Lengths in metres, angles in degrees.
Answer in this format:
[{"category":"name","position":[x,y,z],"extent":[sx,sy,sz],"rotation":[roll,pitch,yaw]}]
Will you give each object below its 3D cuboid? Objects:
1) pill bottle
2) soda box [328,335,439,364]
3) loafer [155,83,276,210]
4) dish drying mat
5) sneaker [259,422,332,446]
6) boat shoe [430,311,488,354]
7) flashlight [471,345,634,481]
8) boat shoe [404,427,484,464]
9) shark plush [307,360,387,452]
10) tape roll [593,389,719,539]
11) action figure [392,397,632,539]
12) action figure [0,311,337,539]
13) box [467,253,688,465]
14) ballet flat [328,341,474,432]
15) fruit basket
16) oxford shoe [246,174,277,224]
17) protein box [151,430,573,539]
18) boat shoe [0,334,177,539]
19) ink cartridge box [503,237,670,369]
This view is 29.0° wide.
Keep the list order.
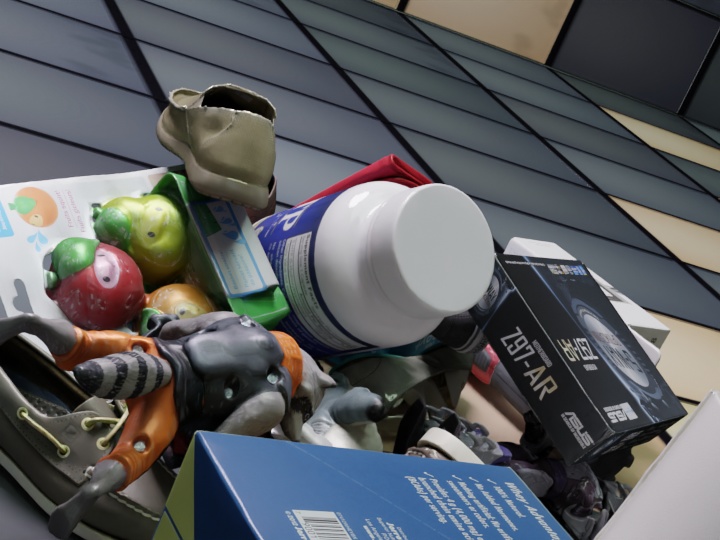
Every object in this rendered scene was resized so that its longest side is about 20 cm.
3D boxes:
[{"category":"pill bottle","position":[0.000,0.000,1.014],"extent":[0.119,0.120,0.200],"rotation":[11,-15,-35]},{"category":"soda box","position":[0.038,0.039,1.219],"extent":[0.064,0.068,0.200],"rotation":[33,20,19]},{"category":"loafer","position":[-0.096,-0.102,1.009],"extent":[0.075,0.068,0.200],"rotation":[19,14,-25]},{"category":"dish drying mat","position":[-0.031,-0.033,1.154],"extent":[0.077,0.200,0.018],"rotation":[28,43,-46]},{"category":"sneaker","position":[-0.004,0.173,0.835],"extent":[0.200,0.075,0.082],"rotation":[34,57,8]},{"category":"boat shoe","position":[0.048,-0.004,1.146],"extent":[0.066,0.070,0.200],"rotation":[18,29,-28]},{"category":"flashlight","position":[0.155,0.105,1.198],"extent":[0.200,0.068,0.068],"rotation":[44,-11,41]},{"category":"boat shoe","position":[0.094,0.190,0.887],"extent":[0.059,0.072,0.200],"rotation":[-38,73,-22]},{"category":"shark plush","position":[-0.039,0.099,0.972],"extent":[0.083,0.091,0.200],"rotation":[-14,35,-12]},{"category":"tape roll","position":[0.269,0.195,0.903],"extent":[0.202,0.139,0.203],"rotation":[34,10,-7]},{"category":"action figure","position":[0.128,0.149,1.034],"extent":[0.199,0.070,0.130],"rotation":[19,14,-26]},{"category":"action figure","position":[-0.086,0.085,0.759],"extent":[0.193,0.105,0.200],"rotation":[-9,55,-46]},{"category":"box","position":[0.168,0.065,1.088],"extent":[0.161,0.044,0.200],"rotation":[58,23,18]},{"category":"ballet flat","position":[0.043,0.095,1.107],"extent":[0.200,0.067,0.064],"rotation":[-4,61,-57]},{"category":"fruit basket","position":[-0.150,0.009,0.949],"extent":[0.200,0.094,0.186],"rotation":[-6,66,-47]},{"category":"oxford shoe","position":[-0.133,-0.053,1.252],"extent":[0.071,0.073,0.200],"rotation":[28,19,11]},{"category":"protein box","position":[0.018,0.194,0.662],"extent":[0.199,0.135,0.199],"rotation":[12,22,-33]},{"category":"boat shoe","position":[-0.168,0.097,0.814],"extent":[0.201,0.060,0.072],"rotation":[31,19,20]},{"category":"ink cartridge box","position":[0.196,0.069,1.260],"extent":[0.067,0.116,0.200],"rotation":[8,25,-43]}]
